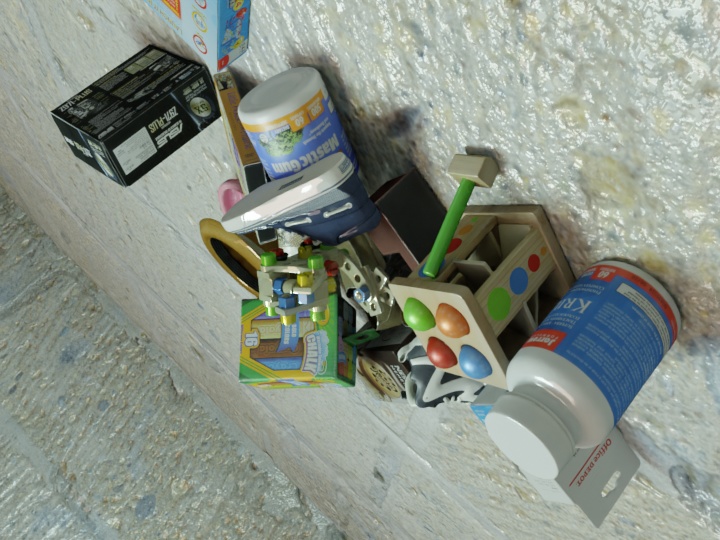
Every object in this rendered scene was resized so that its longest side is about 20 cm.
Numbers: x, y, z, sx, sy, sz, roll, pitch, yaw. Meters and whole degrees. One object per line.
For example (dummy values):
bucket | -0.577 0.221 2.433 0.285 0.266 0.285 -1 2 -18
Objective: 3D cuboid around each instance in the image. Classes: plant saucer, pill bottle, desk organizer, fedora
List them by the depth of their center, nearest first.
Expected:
pill bottle | 0.209 0.095 0.713 0.111 0.200 0.113 36 154 21
desk organizer | 0.083 -0.018 0.919 0.201 0.072 0.077 53 158 -12
pill bottle | -0.063 -0.137 0.933 0.111 0.112 0.202 18 143 47
fedora | -0.163 -0.028 1.185 0.199 0.082 0.202 33 158 15
plant saucer | -0.159 -0.077 1.268 0.199 0.051 0.202 38 154 22

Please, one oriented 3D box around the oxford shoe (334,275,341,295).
oxford shoe | -0.065 0.062 1.226 0.075 0.057 0.205 -2 96 63

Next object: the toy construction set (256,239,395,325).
toy construction set | -0.045 0.009 0.897 0.129 0.198 0.095 9 96 38

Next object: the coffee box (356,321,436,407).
coffee box | 0.061 0.146 1.193 0.114 0.080 0.199 53 156 -11

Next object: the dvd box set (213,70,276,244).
dvd box set | -0.161 -0.159 1.045 0.148 0.029 0.202 87 165 -50

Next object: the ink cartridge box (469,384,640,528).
ink cartridge box | 0.242 0.203 0.926 0.201 0.116 0.066 51 156 -7

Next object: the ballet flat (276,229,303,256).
ballet flat | -0.083 -0.021 1.083 0.066 0.077 0.200 8 168 6

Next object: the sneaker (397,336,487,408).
sneaker | 0.123 0.157 1.013 0.200 0.128 0.080 53 -168 -28

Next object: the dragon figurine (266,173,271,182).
dragon figurine | -0.089 -0.103 1.096 0.099 0.059 0.202 37 153 23

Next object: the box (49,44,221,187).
box | -0.339 -0.240 1.138 0.162 0.200 0.087 28 150 36

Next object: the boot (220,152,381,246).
boot | -0.074 -0.060 0.876 0.197 0.073 0.091 -16 119 36

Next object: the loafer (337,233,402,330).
loafer | 0.000 0.000 1.078 0.201 0.067 0.076 53 156 5

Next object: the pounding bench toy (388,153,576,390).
pounding bench toy | 0.112 0.000 0.789 0.123 0.156 0.202 7 134 56

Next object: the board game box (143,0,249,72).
board game box | -0.218 -0.378 0.901 0.200 0.056 0.196 44 156 8

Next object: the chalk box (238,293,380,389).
chalk box | -0.070 0.111 1.125 0.195 0.127 0.125 -3 165 14

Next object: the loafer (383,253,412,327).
loafer | 0.081 0.051 1.025 0.072 0.072 0.202 15 141 49
